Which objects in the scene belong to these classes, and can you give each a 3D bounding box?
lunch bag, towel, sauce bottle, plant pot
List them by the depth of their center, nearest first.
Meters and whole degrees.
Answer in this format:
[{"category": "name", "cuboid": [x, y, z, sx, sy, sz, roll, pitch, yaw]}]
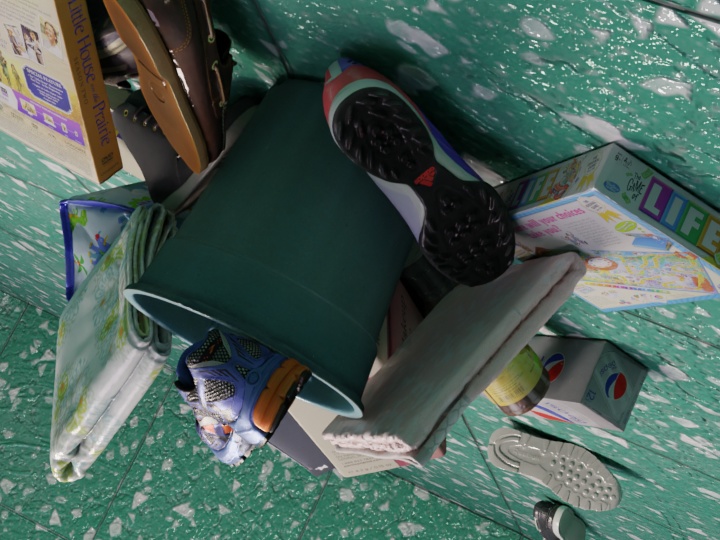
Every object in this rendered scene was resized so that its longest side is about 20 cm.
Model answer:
[{"category": "towel", "cuboid": [0.066, 0.067, 0.949, 0.032, 0.191, 0.200, 46, 164, -9]}, {"category": "plant pot", "cuboid": [-0.046, -0.022, 0.955, 0.198, 0.198, 0.200, 25, 166, 7]}, {"category": "towel", "cuboid": [-0.218, 0.059, 1.096, 0.048, 0.172, 0.200, 21, 129, -24]}, {"category": "sauce bottle", "cuboid": [0.104, 0.052, 1.188, 0.200, 0.065, 0.064, 50, 157, -27]}, {"category": "lunch bag", "cuboid": [-0.164, -0.022, 1.234, 0.198, 0.129, 0.170, 3, -167, 29]}]

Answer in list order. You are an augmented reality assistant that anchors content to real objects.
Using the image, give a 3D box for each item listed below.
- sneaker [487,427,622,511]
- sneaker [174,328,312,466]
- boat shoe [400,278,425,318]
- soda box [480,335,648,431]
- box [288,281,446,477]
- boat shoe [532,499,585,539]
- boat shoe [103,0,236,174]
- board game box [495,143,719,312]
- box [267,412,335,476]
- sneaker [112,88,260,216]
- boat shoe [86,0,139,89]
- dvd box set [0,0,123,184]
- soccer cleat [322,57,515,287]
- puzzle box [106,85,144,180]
[{"category": "sneaker", "cuboid": [0.275, 0.271, 1.749, 0.199, 0.077, 0.080, 25, 179, 28]}, {"category": "sneaker", "cuboid": [-0.089, 0.079, 0.869, 0.078, 0.076, 0.200, 36, 158, -3]}, {"category": "boat shoe", "cuboid": [0.000, 0.000, 1.225, 0.199, 0.076, 0.074, 35, 168, -26]}, {"category": "soda box", "cuboid": [0.194, 0.110, 1.275, 0.063, 0.069, 0.199, 32, 165, -24]}, {"category": "box", "cuboid": [-0.004, 0.079, 1.145, 0.108, 0.129, 0.201, -14, 141, 17]}, {"category": "boat shoe", "cuboid": [0.365, 0.473, 2.319, 0.060, 0.076, 0.201, 17, 152, 31]}, {"category": "boat shoe", "cuboid": [-0.117, -0.141, 0.870, 0.070, 0.070, 0.201, 45, 164, 21]}, {"category": "board game box", "cuboid": [0.174, -0.023, 0.886, 0.134, 0.035, 0.200, 30, 166, -14]}, {"category": "box", "cuboid": [-0.067, 0.086, 1.369, 0.116, 0.202, 0.197, -26, 146, 13]}, {"category": "sneaker", "cuboid": [-0.153, -0.120, 1.072, 0.107, 0.075, 0.200, 55, 145, -2]}, {"category": "boat shoe", "cuboid": [-0.198, -0.169, 0.970, 0.073, 0.075, 0.199, 35, 166, -32]}, {"category": "dvd box set", "cuboid": [-0.245, -0.172, 0.911, 0.145, 0.029, 0.202, 27, 141, 30]}, {"category": "soccer cleat", "cuboid": [0.043, -0.068, 0.878, 0.200, 0.068, 0.073, 46, -166, -35]}, {"category": "puzzle box", "cuboid": [-0.241, -0.141, 1.260, 0.132, 0.026, 0.200, 31, 166, -16]}]
